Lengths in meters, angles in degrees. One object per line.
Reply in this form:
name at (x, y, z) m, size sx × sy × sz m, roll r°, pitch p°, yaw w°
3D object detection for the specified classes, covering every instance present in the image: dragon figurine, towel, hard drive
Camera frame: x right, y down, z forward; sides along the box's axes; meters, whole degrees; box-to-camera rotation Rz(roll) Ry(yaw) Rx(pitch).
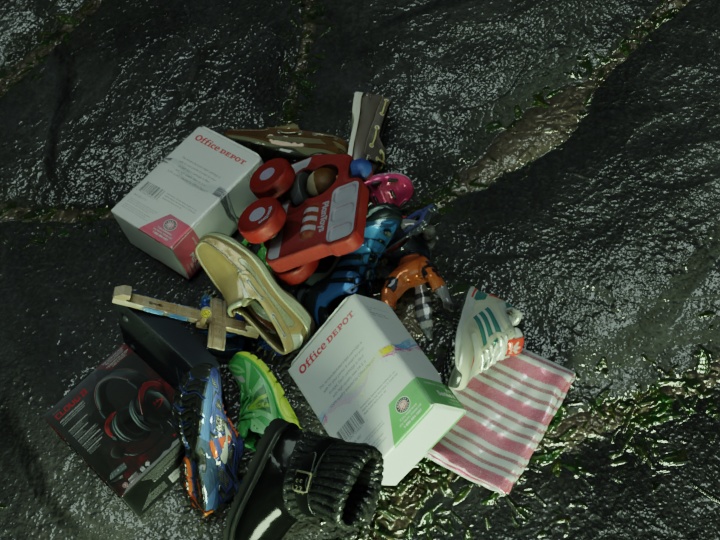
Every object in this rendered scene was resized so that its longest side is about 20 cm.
dragon figurine at (-0.192, 0.082, 1.546) m, size 0.199 × 0.059 × 0.100 m, roll -3°, pitch 55°, yaw 7°
towel at (0.172, 0.178, 1.426) m, size 0.146 × 0.030 × 0.200 m, roll 24°, pitch 63°, yaw 24°
hard drive at (-0.256, 0.117, 1.493) m, size 0.042 × 0.135 × 0.200 m, roll -36°, pitch 56°, yaw -27°

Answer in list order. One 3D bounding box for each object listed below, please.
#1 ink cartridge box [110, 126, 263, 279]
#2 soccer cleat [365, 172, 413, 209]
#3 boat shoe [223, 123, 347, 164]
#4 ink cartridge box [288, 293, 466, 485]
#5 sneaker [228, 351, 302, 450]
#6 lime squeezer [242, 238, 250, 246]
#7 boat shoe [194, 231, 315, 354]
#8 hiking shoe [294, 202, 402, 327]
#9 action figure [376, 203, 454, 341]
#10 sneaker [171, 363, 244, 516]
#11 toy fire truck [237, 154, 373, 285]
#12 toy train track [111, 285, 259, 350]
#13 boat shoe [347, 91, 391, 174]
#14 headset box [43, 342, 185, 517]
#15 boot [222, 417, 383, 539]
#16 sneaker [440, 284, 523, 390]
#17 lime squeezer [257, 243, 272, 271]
ink cartridge box at (-0.251, -0.106, 1.668) m, size 0.146 × 0.083 × 0.200 m, roll 29°, pitch 66°, yaw 32°
soccer cleat at (-0.018, -0.092, 1.607) m, size 0.200 × 0.070 × 0.086 m, roll -28°, pitch 21°, yaw 5°
boat shoe at (-0.113, -0.189, 1.715) m, size 0.199 × 0.076 × 0.074 m, roll 13°, pitch 54°, yaw 10°
ink cartridge box at (0.017, 0.151, 1.405) m, size 0.145 × 0.087 × 0.200 m, roll -50°, pitch 55°, yaw 17°
sneaker at (-0.134, 0.188, 1.453) m, size 0.083 × 0.074 × 0.200 m, roll -26°, pitch 55°, yaw -12°
lime squeezer at (-0.148, -0.008, 1.622) m, size 0.070 × 0.038 × 0.200 m, roll -3°, pitch 47°, yaw -31°
boat shoe at (-0.152, 0.030, 1.455) m, size 0.200 × 0.072 × 0.076 m, roll 41°, pitch 44°, yaw 9°
hiking shoe at (0.000, 0.000, 1.489) m, size 0.200 × 0.074 × 0.087 m, roll -52°, pitch 52°, yaw 19°
action figure at (0.050, 0.007, 1.552) m, size 0.200 × 0.105 × 0.194 m, roll -28°, pitch 43°, yaw 27°
sneaker at (-0.188, 0.209, 1.397) m, size 0.078 × 0.201 × 0.075 m, roll -15°, pitch 25°, yaw -38°
toy fire truck at (-0.059, -0.083, 1.478) m, size 0.168 × 0.112 × 0.200 m, roll -17°, pitch 41°, yaw 24°
toy train track at (-0.228, 0.049, 1.464) m, size 0.200 × 0.033 × 0.115 m, roll 15°, pitch 30°, yaw -15°
boat shoe at (0.012, -0.187, 1.686) m, size 0.059 × 0.072 × 0.200 m, roll 5°, pitch 60°, yaw 2°
headset box at (-0.313, 0.205, 1.475) m, size 0.149 × 0.075 × 0.200 m, roll -43°, pitch 59°, yaw -17°
boot at (-0.071, 0.291, 1.321) m, size 0.158 × 0.079 × 0.212 m, roll 16°, pitch 86°, yaw 32°
sneaker at (0.164, 0.090, 1.415) m, size 0.093 × 0.070 × 0.200 m, roll 17°, pitch 30°, yaw 5°
lime squeezer at (-0.128, -0.043, 1.577) m, size 0.038 × 0.071 × 0.200 m, roll 9°, pitch 57°, yaw -19°
